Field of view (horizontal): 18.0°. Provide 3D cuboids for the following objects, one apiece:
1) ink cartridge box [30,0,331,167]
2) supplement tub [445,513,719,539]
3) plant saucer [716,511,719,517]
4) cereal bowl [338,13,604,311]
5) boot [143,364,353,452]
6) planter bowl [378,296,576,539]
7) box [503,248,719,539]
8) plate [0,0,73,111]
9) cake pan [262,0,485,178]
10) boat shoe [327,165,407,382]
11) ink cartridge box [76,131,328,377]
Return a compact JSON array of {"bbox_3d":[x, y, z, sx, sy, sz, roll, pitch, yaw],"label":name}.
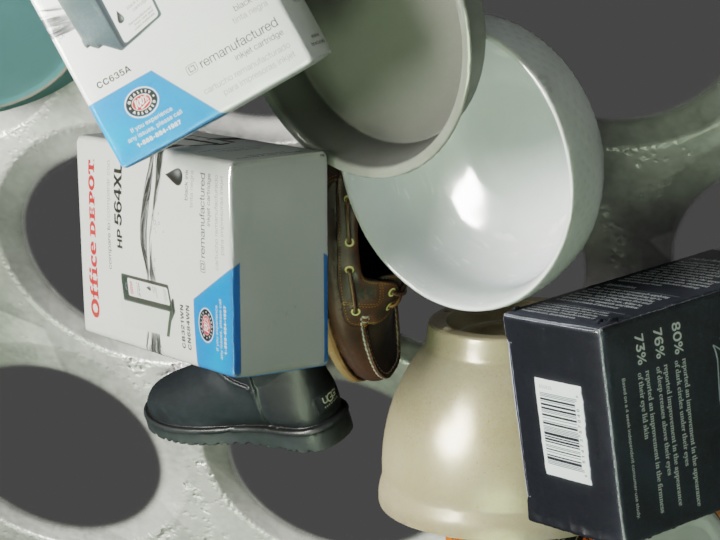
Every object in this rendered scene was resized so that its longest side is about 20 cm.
[{"bbox_3d":[-0.131,-0.188,1.439,0.146,0.086,0.201,-28,96,10],"label":"ink cartridge box"},{"bbox_3d":[0.165,0.209,1.694,0.199,0.123,0.123,11,138,46],"label":"supplement tub"},{"bbox_3d":[0.292,0.235,1.768,0.198,0.038,0.201,10,132,11],"label":"plant saucer"},{"bbox_3d":[0.084,-0.078,1.510,0.199,0.083,0.202,17,116,39],"label":"cereal bowl"},{"bbox_3d":[-0.102,0.046,1.716,0.199,0.076,0.169,3,118,40],"label":"boot"},{"bbox_3d":[0.109,0.096,1.624,0.198,0.200,0.136,1,104,18],"label":"planter bowl"},{"bbox_3d":[0.209,0.080,1.513,0.104,0.199,0.149,8,109,55],"label":"box"},{"bbox_3d":[-0.260,-0.158,1.552,0.198,0.026,0.201,-13,151,-7],"label":"plate"},{"bbox_3d":[0.003,-0.161,1.466,0.199,0.037,0.202,19,119,37],"label":"cake pan"},{"bbox_3d":[0.000,0.000,1.640,0.070,0.071,0.201,-2,129,23],"label":"boat shoe"},{"bbox_3d":[-0.111,-0.017,1.561,0.199,0.084,0.147,11,106,52],"label":"ink cartridge box"}]
